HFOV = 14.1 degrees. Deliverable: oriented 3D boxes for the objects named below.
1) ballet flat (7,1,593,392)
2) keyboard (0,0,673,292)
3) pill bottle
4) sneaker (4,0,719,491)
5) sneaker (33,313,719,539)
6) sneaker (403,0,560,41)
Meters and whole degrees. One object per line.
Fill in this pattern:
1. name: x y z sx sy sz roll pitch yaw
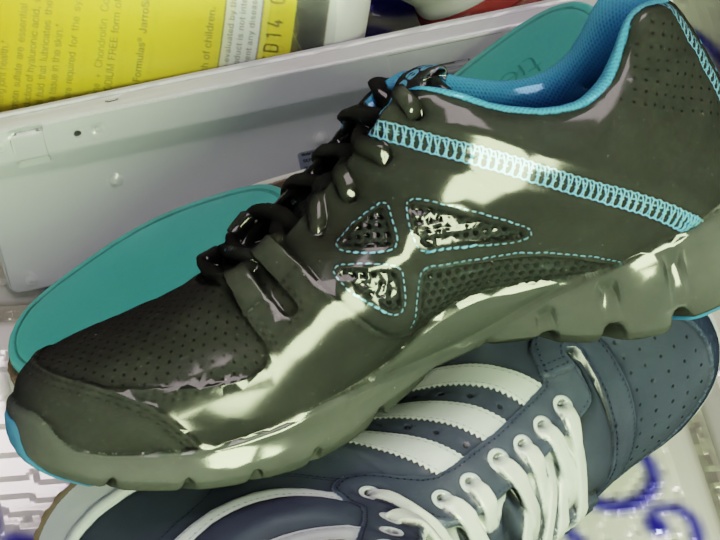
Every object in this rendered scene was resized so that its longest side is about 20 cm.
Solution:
1. ballet flat: 0.000 0.000 0.802 0.200 0.069 0.070 -29 56 8
2. keyboard: -0.007 -0.037 0.818 0.200 0.056 0.011 -11 35 1
3. pill bottle: -0.101 -0.095 0.842 0.200 0.112 0.112 4 50 -9
4. sneaker: 0.001 -0.008 0.726 0.200 0.082 0.073 -21 22 -12
5. sneaker: 0.026 0.064 0.740 0.200 0.070 0.108 -21 25 -20
6. sneaker: 0.056 -0.087 0.911 0.116 0.078 0.200 57 22 -19
